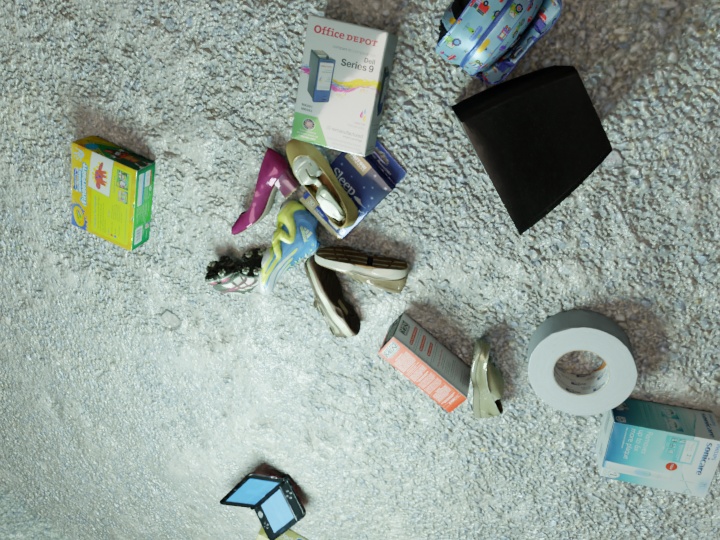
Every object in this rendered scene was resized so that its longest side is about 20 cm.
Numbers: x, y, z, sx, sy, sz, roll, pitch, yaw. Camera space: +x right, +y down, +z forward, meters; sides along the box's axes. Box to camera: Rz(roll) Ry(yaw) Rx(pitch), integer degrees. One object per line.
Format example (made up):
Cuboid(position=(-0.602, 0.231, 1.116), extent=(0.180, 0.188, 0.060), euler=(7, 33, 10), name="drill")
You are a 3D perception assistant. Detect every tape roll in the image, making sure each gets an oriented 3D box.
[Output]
Cuboid(position=(0.429, 0.182, 1.035), extent=(0.195, 0.066, 0.205), euler=(8, 119, 14), name="tape roll")

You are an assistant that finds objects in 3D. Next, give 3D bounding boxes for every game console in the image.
Cuboid(position=(-0.275, 0.665, 1.480), extent=(0.200, 0.117, 0.174), euler=(-47, 67, 32), name="game console")

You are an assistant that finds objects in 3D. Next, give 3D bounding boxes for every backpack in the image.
Cuboid(position=(0.196, -0.362, 0.761), extent=(0.134, 0.201, 0.183), euler=(41, 120, -5), name="backpack")

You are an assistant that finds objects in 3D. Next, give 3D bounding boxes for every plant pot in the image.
Cuboid(position=(0.267, -0.209, 0.827), extent=(0.175, 0.201, 0.202), euler=(-29, 104, 18), name="plant pot")

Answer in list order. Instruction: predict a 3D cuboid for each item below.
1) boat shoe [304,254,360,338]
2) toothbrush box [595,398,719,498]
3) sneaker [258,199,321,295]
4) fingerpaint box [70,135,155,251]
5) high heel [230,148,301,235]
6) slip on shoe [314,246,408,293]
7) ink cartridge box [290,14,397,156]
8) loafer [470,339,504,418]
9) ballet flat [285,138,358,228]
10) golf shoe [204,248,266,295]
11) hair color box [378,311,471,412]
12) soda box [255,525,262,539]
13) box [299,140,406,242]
Cuboid(position=(-0.077, 0.064, 1.145), extent=(0.074, 0.075, 0.205), euler=(-16, 110, 31), name="boat shoe")
Cuboid(position=(0.588, 0.349, 1.053), extent=(0.195, 0.086, 0.150), euler=(7, 118, 14), name="toothbrush box")
Cuboid(position=(-0.140, -0.036, 1.086), extent=(0.103, 0.076, 0.205), euler=(18, 96, -4), name="sneaker")
Cuboid(position=(-0.556, -0.173, 1.187), extent=(0.164, 0.074, 0.203), euler=(22, 120, 6), name="fingerpaint box")
Cuboid(position=(-0.216, -0.158, 1.087), extent=(0.198, 0.068, 0.097), euler=(-36, 100, 19), name="high heel")
Cuboid(position=(0.000, 0.000, 1.086), extent=(0.195, 0.076, 0.062), euler=(9, 119, 3), name="slip on shoe")
Cuboid(position=(-0.029, -0.317, 0.913), extent=(0.142, 0.088, 0.205), euler=(16, 109, 9), name="ink cartridge box")
Cuboid(position=(0.269, 0.229, 1.112), extent=(0.067, 0.076, 0.204), euler=(1, 125, 17), name="loafer")
Cuboid(position=(-0.076, -0.164, 0.998), extent=(0.068, 0.063, 0.201), euler=(-38, 96, 30), name="ballet flat")
Cuboid(position=(-0.250, 0.007, 1.187), extent=(0.195, 0.079, 0.089), euler=(-6, 141, 18), name="golf shoe")
Cuboid(position=(0.139, 0.192, 1.118), extent=(0.199, 0.102, 0.061), euler=(41, 121, -3), name="hair color box")
Cuboid(position=(-0.216, 0.826, 1.580), extent=(0.197, 0.064, 0.069), euler=(27, 122, 3), name="soda box")
Cuboid(position=(-0.017, -0.163, 1.034), extent=(0.121, 0.033, 0.200), euler=(45, 120, -6), name="box")
